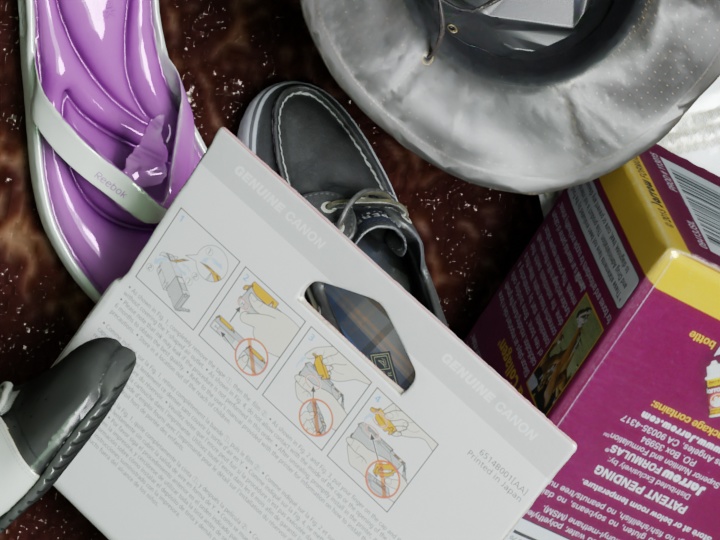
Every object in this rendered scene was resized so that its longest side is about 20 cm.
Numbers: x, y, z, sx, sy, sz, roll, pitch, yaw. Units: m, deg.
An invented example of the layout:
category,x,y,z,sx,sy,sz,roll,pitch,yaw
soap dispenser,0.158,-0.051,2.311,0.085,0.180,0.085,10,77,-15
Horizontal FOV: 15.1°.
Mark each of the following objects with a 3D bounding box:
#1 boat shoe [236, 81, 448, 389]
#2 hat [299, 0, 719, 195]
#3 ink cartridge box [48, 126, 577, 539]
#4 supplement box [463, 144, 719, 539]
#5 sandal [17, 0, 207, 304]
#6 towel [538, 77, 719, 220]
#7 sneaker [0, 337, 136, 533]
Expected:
category,x,y,z,sx,sy,sz,roll,pitch,yaw
boat shoe,0.000,0.000,1.166,0.070,0.066,0.201,-5,67,-24
hat,0.060,-0.134,1.131,0.200,0.081,0.201,-5,109,-14
ink cartridge box,-0.026,0.068,1.123,0.200,0.045,0.176,42,111,14
supplement box,0.107,0.061,1.174,0.103,0.131,0.200,26,112,-20
sandal,-0.105,-0.067,1.171,0.082,0.050,0.203,-19,99,-17
towel,0.138,-0.094,1.208,0.146,0.024,0.201,-13,106,-2
sneaker,-0.182,0.080,1.115,0.200,0.074,0.089,-40,94,13
